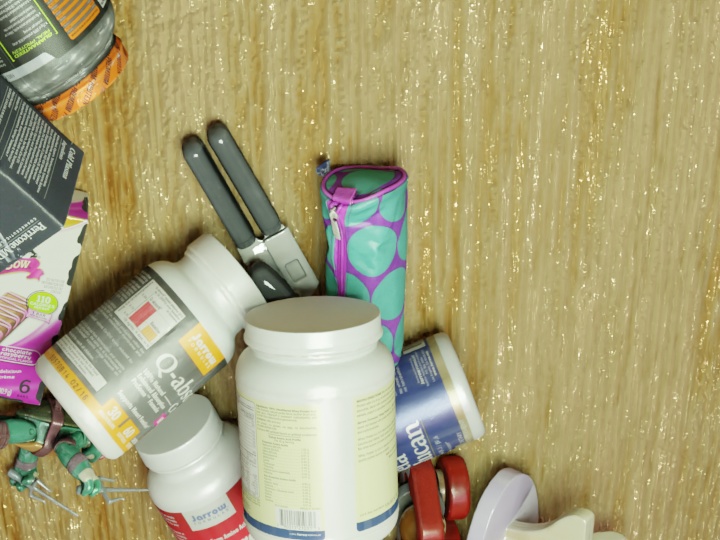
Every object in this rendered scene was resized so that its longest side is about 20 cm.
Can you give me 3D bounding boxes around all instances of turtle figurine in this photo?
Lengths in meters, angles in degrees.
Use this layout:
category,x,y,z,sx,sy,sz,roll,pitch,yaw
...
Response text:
category,x,y,z,sx,sy,sz,roll,pitch,yaw
turtle figurine,-0.306,0.170,1.359,0.198,0.102,0.149,17,158,-29

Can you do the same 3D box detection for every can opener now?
category,x,y,z,sx,sy,sz,roll,pitch,yaw
can opener,-0.097,-0.037,1.305,0.053,0.067,0.201,-27,120,3

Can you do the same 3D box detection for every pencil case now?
category,x,y,z,sx,sy,sz,roll,pitch,yaw
pencil case,0.000,0.000,1.332,0.092,0.084,0.203,-27,128,-40

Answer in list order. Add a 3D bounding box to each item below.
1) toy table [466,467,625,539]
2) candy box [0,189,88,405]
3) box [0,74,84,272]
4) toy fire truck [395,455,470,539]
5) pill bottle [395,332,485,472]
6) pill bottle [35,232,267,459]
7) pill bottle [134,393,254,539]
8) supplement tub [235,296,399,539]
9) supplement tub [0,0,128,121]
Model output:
category,x,y,z,sx,sy,sz,roll,pitch,yaw
toy table,0.188,0.315,1.498,0.184,0.116,0.202,-43,138,-36
candy box,-0.333,0.015,1.288,0.134,0.061,0.202,11,115,-17
box,-0.353,-0.073,1.113,0.199,0.105,0.182,-31,123,24
toy fire truck,0.062,0.289,1.457,0.110,0.169,0.203,-2,119,-11
pill bottle,0.014,0.148,1.404,0.198,0.111,0.112,-22,121,1
pill bottle,-0.187,0.065,1.291,0.199,0.116,0.117,-41,121,-11
pill bottle,-0.143,0.225,1.412,0.111,0.113,0.202,-25,120,3
supplement tub,-0.038,0.136,1.268,0.143,0.145,0.203,-4,104,-9
supplement tub,-0.279,-0.226,1.133,0.121,0.123,0.201,-30,120,5
